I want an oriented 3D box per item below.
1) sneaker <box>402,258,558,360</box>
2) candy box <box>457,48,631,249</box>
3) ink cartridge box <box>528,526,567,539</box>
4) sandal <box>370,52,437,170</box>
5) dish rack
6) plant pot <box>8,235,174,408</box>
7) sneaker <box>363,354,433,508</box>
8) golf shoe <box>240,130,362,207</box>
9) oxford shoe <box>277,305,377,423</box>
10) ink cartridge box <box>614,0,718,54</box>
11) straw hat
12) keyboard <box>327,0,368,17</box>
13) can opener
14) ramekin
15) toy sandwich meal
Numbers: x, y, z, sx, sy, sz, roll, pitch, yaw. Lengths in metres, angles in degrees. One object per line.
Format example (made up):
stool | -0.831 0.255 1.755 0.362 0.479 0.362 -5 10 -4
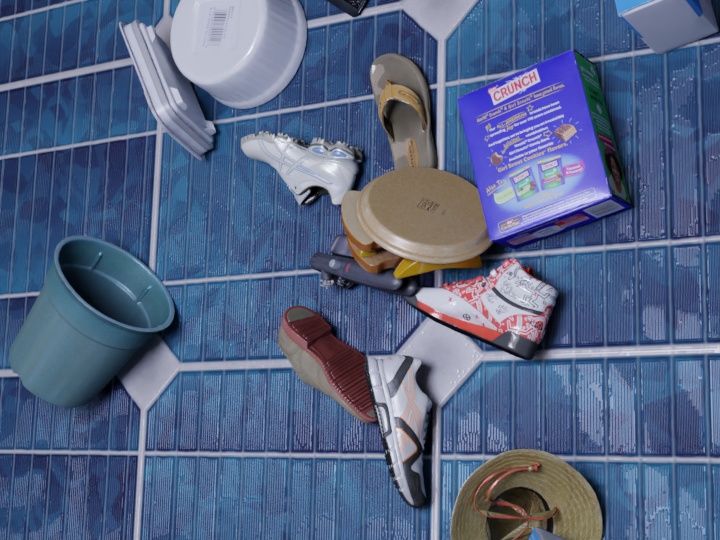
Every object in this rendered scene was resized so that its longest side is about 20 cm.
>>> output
sneaker | 0.155 0.031 1.511 0.201 0.067 0.108 23 84 36
candy box | 0.228 -0.150 1.492 0.169 0.077 0.201 -20 72 28
ink cartridge box | 0.225 0.416 1.345 0.144 0.084 0.201 24 94 -1
sandal | 0.055 -0.210 1.620 0.080 0.054 0.201 -20 71 27
dish rack | -0.280 -0.274 1.774 0.043 0.172 0.201 -29 66 9
plant pot | -0.413 0.087 1.778 0.196 0.200 0.200 -51 60 23
sneaker | 0.063 0.203 1.527 0.080 0.074 0.201 -12 86 -8
golf shoe | -0.094 -0.143 1.690 0.199 0.078 0.098 13 93 33
oxford shoe | -0.040 0.138 1.618 0.200 0.070 0.075 49 138 23
ink cartridge box | 0.347 -0.382 1.422 0.086 0.146 0.201 -16 73 29
straw hat | 0.184 0.297 1.422 0.085 0.200 0.202 -155 85 -73
keyboard | -0.052 -0.459 1.743 0.200 0.040 0.104 38 102 30
can opener | 0.000 0.000 1.580 0.200 0.063 0.079 22 100 56
ramekin | -0.188 -0.350 1.769 0.200 0.098 0.202 -7 77 30
toy sandwich meal | 0.076 -0.056 1.530 0.205 0.205 0.070 40 140 30
